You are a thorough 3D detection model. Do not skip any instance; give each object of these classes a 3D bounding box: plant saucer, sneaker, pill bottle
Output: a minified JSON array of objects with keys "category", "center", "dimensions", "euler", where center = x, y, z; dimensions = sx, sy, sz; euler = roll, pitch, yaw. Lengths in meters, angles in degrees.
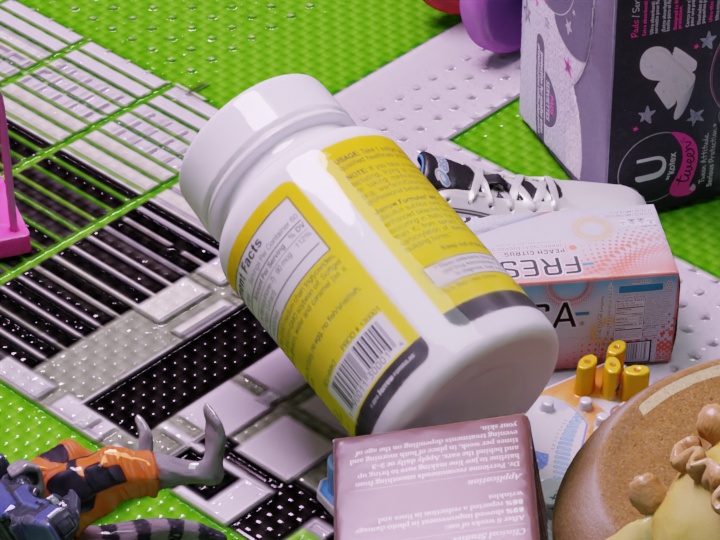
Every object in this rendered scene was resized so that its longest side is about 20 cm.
[{"category":"plant saucer","center":[0.188,0.103,1.351],"dimensions":[0.199,0.036,0.201],"euler":[-9,41,8]},{"category":"sneaker","center":[0.068,-0.033,1.586],"dimensions":[0.199,0.073,0.072],"euler":[-3,35,-7]},{"category":"pill bottle","center":[0.000,0.000,1.419],"dimensions":[0.114,0.115,0.200],"euler":[-23,60,-29]}]

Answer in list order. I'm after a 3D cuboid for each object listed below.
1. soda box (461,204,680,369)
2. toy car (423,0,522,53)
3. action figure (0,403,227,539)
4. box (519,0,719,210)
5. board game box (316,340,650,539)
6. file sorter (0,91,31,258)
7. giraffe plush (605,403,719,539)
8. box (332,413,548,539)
[{"category":"soda box","center":[0.072,0.013,1.531],"dimensions":[0.199,0.064,0.069],"euler":[-4,36,-7]},{"category":"toy car","center":[0.108,-0.212,1.782],"dimensions":[0.150,0.175,0.200],"euler":[-49,51,-4]},{"category":"action figure","center":[-0.152,0.130,1.339],"dimensions":[0.193,0.105,0.200],"euler":[-25,18,-24]},{"category":"box","center":[0.167,-0.154,1.642],"dimensions":[0.114,0.201,0.132],"euler":[-13,38,-18]},{"category":"board game box","center":[0.111,0.124,1.411],"dimensions":[0.199,0.026,0.200],"euler":[-20,41,-26]},{"category":"file sorter","center":[-0.289,-0.101,1.627],"dimensions":[0.138,0.126,0.200],"euler":[-13,38,-17]},{"category":"giraffe plush","center":[0.190,0.143,1.213],"dimensions":[0.172,0.200,0.162],"euler":[-36,62,-26]},{"category":"box","center":[0.041,0.166,1.285],"dimensions":[0.100,0.075,0.201],"euler":[-8,41,6]}]
